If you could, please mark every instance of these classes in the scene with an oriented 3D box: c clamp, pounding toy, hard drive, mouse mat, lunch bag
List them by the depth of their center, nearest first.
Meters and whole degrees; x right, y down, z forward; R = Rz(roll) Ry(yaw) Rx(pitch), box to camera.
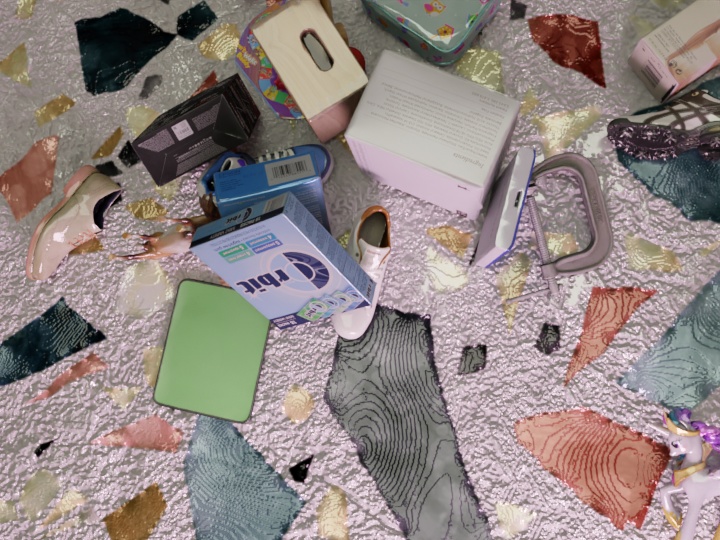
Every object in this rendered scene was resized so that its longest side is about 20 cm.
[{"bbox_3d":[0.194,-0.079,1.086,0.025,0.200,0.132,15,85,2],"label":"hard drive"},{"bbox_3d":[-0.058,-0.316,1.130,0.142,0.184,0.200,-32,87,2],"label":"pounding toy"},{"bbox_3d":[0.277,-0.064,1.139,0.171,0.027,0.200,-10,93,-5],"label":"c clamp"},{"bbox_3d":[0.110,-0.418,1.208,0.200,0.077,0.160,37,87,11],"label":"lunch bag"},{"bbox_3d":[-0.223,0.121,1.217,0.161,0.008,0.200,11,85,10],"label":"mouse mat"}]

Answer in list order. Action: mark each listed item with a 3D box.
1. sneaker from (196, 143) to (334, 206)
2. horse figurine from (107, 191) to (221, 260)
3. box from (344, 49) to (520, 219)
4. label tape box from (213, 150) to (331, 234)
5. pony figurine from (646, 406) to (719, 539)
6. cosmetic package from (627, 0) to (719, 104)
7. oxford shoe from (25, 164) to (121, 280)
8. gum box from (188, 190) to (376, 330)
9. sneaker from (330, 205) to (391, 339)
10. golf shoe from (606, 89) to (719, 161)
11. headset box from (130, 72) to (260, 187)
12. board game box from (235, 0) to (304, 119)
[{"bbox_3d":[-0.142,-0.141,1.170,0.200,0.146,0.081,-22,80,5],"label":"sneaker"},{"bbox_3d":[-0.268,-0.052,1.156,0.200,0.132,0.050,-22,81,24],"label":"horse figurine"},{"bbox_3d":[0.101,-0.181,1.113,0.200,0.199,0.131,23,85,9],"label":"box"},{"bbox_3d":[-0.118,-0.064,1.148,0.144,0.200,0.063,-13,49,-4],"label":"label tape box"},{"bbox_3d":[0.478,0.272,1.039,0.193,0.167,0.200,-4,97,15],"label":"pony figurine"},{"bbox_3d":[0.494,-0.337,1.130,0.200,0.103,0.087,-35,81,4],"label":"cosmetic package"},{"bbox_3d":[-0.447,-0.065,1.243,0.074,0.071,0.200,29,87,8],"label":"oxford shoe"},{"bbox_3d":[-0.103,-0.006,1.093,0.170,0.200,0.045,-18,42,33],"label":"gum box"},{"bbox_3d":[0.000,0.000,1.157,0.073,0.085,0.200,11,85,-10],"label":"sneaker"},{"bbox_3d":[0.454,-0.211,1.142,0.200,0.078,0.095,6,66,7],"label":"golf shoe"},{"bbox_3d":[-0.234,-0.213,1.175,0.149,0.200,0.077,-26,110,8],"label":"headset box"},{"bbox_3d":[-0.106,-0.337,1.245,0.158,0.039,0.200,-38,79,2],"label":"board game box"}]
